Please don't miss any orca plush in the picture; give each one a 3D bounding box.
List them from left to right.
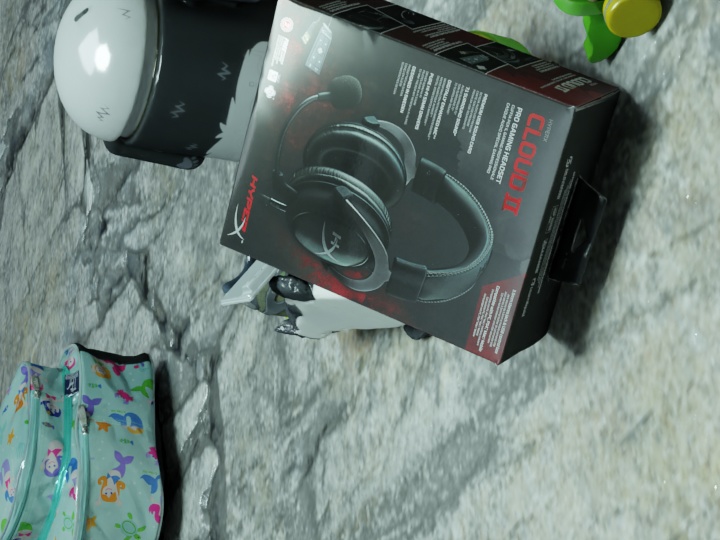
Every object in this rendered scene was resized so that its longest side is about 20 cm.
[{"bbox_3d":[0.000,0.000,1.345,0.200,0.104,0.072,99,-175,-78],"label":"orca plush"}]

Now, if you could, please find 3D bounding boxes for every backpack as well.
[{"bbox_3d":[-0.236,0.179,1.794,0.178,0.150,0.201,-60,36,40],"label":"backpack"}]

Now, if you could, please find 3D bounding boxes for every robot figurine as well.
[{"bbox_3d":[-0.120,-0.145,1.525,0.125,0.199,0.151,-160,78,-68],"label":"robot figurine"}]

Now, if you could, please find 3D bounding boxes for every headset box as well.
[{"bbox_3d":[0.039,-0.052,1.156,0.199,0.077,0.150,24,112,21],"label":"headset box"}]

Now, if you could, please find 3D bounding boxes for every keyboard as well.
[{"bbox_3d":[-0.016,-0.053,1.340,0.200,0.011,0.056,-49,8,-18],"label":"keyboard"}]

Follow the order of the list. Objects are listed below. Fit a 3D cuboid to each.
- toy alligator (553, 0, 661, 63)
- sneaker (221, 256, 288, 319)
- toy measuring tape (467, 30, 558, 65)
[{"bbox_3d":[0.144,-0.185,1.084,0.200,0.054,0.060,119,149,-42],"label":"toy alligator"},{"bbox_3d":[-0.044,-0.060,1.469,0.074,0.080,0.202,-168,86,-67],"label":"sneaker"},{"bbox_3d":[0.043,-0.097,1.242,0.199,0.073,0.074,-10,73,46],"label":"toy measuring tape"}]
